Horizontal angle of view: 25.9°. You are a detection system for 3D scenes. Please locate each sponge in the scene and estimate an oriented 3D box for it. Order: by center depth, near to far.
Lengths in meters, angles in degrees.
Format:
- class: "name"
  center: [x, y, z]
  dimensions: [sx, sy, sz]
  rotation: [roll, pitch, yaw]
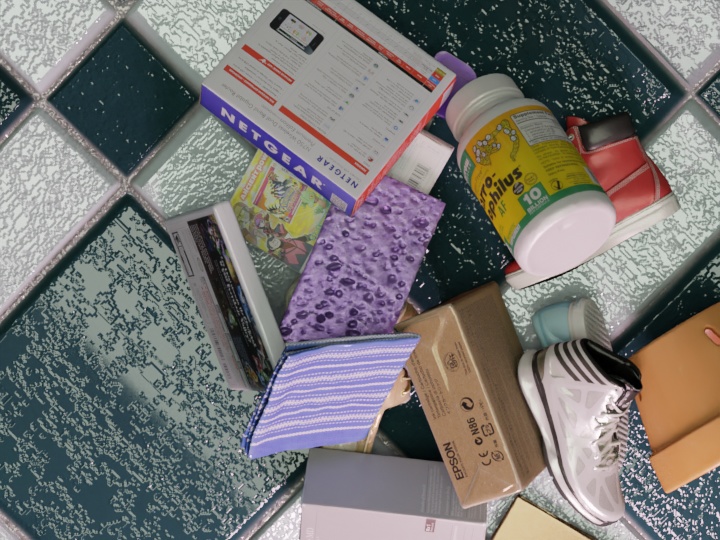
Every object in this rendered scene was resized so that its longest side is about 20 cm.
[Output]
- class: "sponge"
  center: [0.000, 0.000, 1.610]
  dimensions: [0.111, 0.030, 0.201]
  rotation: [23, 85, -3]

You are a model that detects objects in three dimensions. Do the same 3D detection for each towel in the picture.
- class: "towel"
  center: [-0.032, 0.127, 1.569]
  dimensions: [0.144, 0.200, 0.024]
  rotation: [-5, 57, -22]

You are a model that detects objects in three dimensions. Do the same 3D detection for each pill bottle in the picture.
- class: "pill bottle"
  center: [0.166, -0.103, 1.600]
  dimensions: [0.112, 0.113, 0.201]
  rotation: [-32, 59, 6]

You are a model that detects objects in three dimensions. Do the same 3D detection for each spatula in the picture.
- class: "spatula"
  center: [0.058, -0.136, 1.680]
  dimensions: [0.056, 0.021, 0.201]
  rotation: [31, 101, 5]

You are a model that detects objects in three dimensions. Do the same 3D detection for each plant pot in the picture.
- class: "plant pot"
  center: [0.368, 0.120, 1.625]
  dimensions: [0.199, 0.200, 0.141]
  rotation: [-30, 79, 5]

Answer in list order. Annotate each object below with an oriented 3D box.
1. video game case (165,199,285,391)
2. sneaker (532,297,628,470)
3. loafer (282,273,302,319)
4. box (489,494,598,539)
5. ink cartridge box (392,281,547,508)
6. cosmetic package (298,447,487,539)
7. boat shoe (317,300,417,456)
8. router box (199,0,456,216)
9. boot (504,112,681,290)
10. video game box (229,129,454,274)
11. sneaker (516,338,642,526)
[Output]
- class: "video game case"
  center: [-0.136, 0.030, 1.636]
  dimensions: [0.023, 0.182, 0.201]
  rotation: [-23, 96, -22]
- class: "sneaker"
  center: [0.234, 0.126, 1.693]
  dimensions: [0.081, 0.074, 0.202]
  rotation: [-6, 103, 33]
- class: "loafer"
  center: [-0.049, 0.100, 1.671]
  dimensions: [0.069, 0.070, 0.202]
  rotation: [12, 118, 14]
- class: "box"
  center: [0.192, 0.371, 1.736]
  dimensions: [0.163, 0.021, 0.201]
  rotation: [30, 97, -2]
- class: "ink cartridge box"
  center: [0.123, 0.125, 1.625]
  dimensions: [0.075, 0.165, 0.201]
  rotation: [-22, 88, 22]
- class: "cosmetic package"
  center: [0.034, 0.262, 1.680]
  dimensions: [0.198, 0.091, 0.107]
  rotation: [3, 133, 1]
- class: "boat shoe"
  center: [0.022, 0.124, 1.693]
  dimensions: [0.069, 0.074, 0.201]
  rotation: [25, 107, -4]
- class: "router box"
  center: [-0.034, -0.185, 1.599]
  dimensions: [0.199, 0.049, 0.180]
  rotation: [37, 70, 5]
- class: "boot"
  center: [0.219, -0.078, 1.664]
  dimensions: [0.199, 0.072, 0.145]
  rotation: [-31, 88, 5]
- class: "video game box"
  center: [-0.027, -0.089, 1.667]
  dimensions: [0.181, 0.047, 0.201]
  rotation: [31, 102, 1]
- class: "sneaker"
  center: [0.246, 0.164, 1.606]
  dimensions: [0.115, 0.076, 0.202]
  rotation: [-22, 95, 41]
